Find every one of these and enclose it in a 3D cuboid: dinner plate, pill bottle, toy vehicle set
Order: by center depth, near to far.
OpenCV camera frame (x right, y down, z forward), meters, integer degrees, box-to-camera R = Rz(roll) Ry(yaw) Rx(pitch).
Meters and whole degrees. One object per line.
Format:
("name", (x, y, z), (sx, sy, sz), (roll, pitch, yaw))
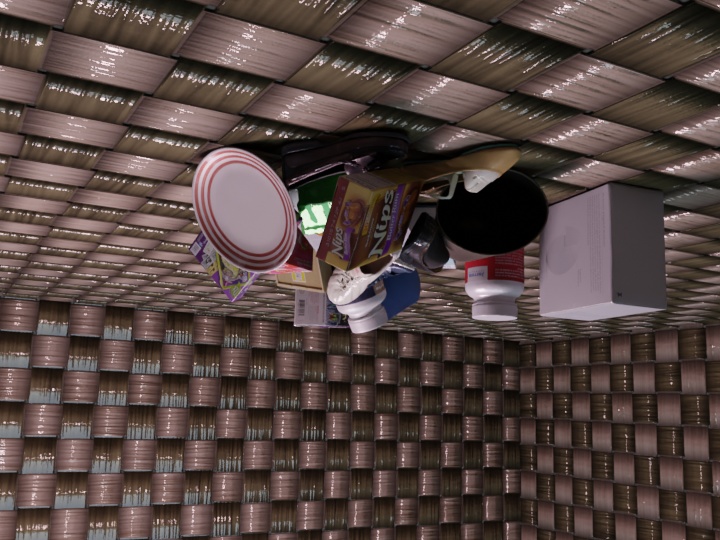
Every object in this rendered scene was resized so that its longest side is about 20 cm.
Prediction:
("dinner plate", (-0.175, -0.092, 1.216), (0.198, 0.202, 0.024), (-5, -161, 35))
("pill bottle", (0.251, -0.011, 1.490), (0.111, 0.203, 0.112), (1, 170, 0))
("toy vehicle set", (-0.122, -0.026, 1.584), (0.026, 0.126, 0.199), (-15, -168, -31))
("pill bottle", (-0.010, 0.022, 1.656), (0.110, 0.202, 0.111), (-18, -170, 3))

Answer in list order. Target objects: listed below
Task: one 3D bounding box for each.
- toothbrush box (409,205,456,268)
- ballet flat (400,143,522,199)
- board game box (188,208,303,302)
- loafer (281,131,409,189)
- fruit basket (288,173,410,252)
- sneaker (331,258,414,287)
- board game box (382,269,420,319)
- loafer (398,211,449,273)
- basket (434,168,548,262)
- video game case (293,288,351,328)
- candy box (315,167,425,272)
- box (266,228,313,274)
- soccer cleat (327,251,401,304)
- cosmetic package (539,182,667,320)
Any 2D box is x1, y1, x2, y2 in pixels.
("toothbrush box", (0.111, -0.063, 1.549), (0.144, 0.087, 0.200), (2, 169, 12))
("ballet flat", (0.148, -0.139, 1.181), (0.198, 0.064, 0.068), (-6, 168, 36))
("board game box", (-0.187, -0.057, 1.274), (0.200, 0.120, 0.032), (-47, 165, 32))
("loafer", (-0.023, -0.152, 1.132), (0.198, 0.064, 0.072), (-3, 168, 25))
("fruit basket", (-0.018, -0.088, 1.300), (0.183, 0.095, 0.200), (-6, 155, 20))
("sneaker", (0.014, 0.010, 1.523), (0.198, 0.086, 0.075), (3, 170, 36))
("board game box", (0.038, 0.043, 1.806), (0.199, 0.159, 0.039), (-32, 163, -13))
("loafer", (0.107, -0.038, 1.221), (0.072, 0.073, 0.200), (30, 177, 4))
("basket", (0.195, -0.082, 1.320), (0.178, 0.138, 0.200), (-5, 175, -5))
("video game case", (-0.053, 0.025, 1.748), (0.179, 0.203, 0.036), (1, 172, 0))
("candy box", (0.018, -0.076, 1.118), (0.056, 0.118, 0.200), (25, -160, 20))
("box", (-0.174, -0.056, 1.409), (0.099, 0.097, 0.199), (-3, 169, 29))
("soccer cleat", (0.000, 0.000, 1.444), (0.200, 0.069, 0.078), (-42, -177, 31))
("cosmetic package", (0.417, -0.025, 1.383), (0.121, 0.202, 0.200), (6, 170, -20))
